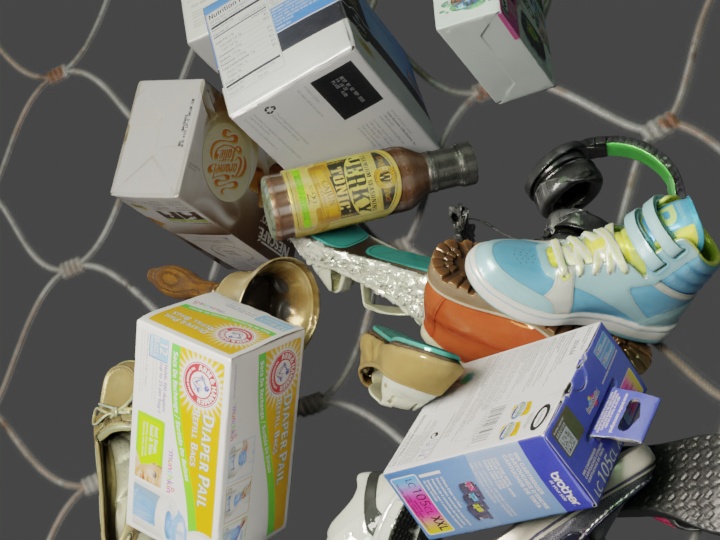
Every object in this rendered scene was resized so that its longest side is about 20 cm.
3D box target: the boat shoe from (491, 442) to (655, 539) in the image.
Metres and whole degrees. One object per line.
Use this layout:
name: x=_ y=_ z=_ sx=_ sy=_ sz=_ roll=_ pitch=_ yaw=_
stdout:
boat shoe: x=0.166 y=0.222 z=0.968 sx=0.200 sy=0.074 sz=0.093 roll=-41 pitch=77 yaw=23

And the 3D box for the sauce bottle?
sauce bottle: x=0.009 y=-0.079 z=1.144 sx=0.198 sy=0.065 sz=0.065 roll=-15 pitch=61 yaw=-8

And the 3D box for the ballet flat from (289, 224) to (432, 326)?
ballet flat: x=0.000 y=0.000 z=1.157 sx=0.199 sy=0.072 sz=0.072 roll=24 pitch=82 yaw=34

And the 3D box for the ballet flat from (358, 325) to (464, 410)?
ballet flat: x=0.039 y=0.088 z=1.049 sx=0.068 sy=0.200 sz=0.064 roll=19 pitch=88 yaw=-9

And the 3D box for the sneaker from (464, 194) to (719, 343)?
sneaker: x=0.189 y=-0.017 z=0.969 sx=0.131 sy=0.198 sz=0.080 roll=123 pitch=148 yaw=-43

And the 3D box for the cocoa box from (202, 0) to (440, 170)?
cocoa box: x=-0.033 y=-0.175 z=1.158 sx=0.132 sy=0.200 sz=0.132 roll=-26 pitch=59 yaw=15

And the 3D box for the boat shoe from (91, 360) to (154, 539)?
boat shoe: x=-0.225 y=0.177 z=1.199 sx=0.072 sy=0.063 sz=0.203 roll=-15 pitch=64 yaw=21

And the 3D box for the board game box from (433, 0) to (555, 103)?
board game box: x=0.117 y=-0.279 z=1.155 sx=0.064 sy=0.147 sz=0.202 roll=-15 pitch=65 yaw=22

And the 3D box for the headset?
headset: x=0.177 y=-0.054 z=1.066 sx=0.198 sy=0.094 sz=0.125 roll=-12 pitch=64 yaw=10

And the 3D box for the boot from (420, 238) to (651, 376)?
boot: x=0.144 y=0.056 z=1.058 sx=0.198 sy=0.108 sz=0.075 roll=24 pitch=44 yaw=10

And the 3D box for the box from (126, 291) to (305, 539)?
box: x=-0.127 y=0.136 z=1.088 sx=0.112 sy=0.101 sz=0.202 roll=18 pitch=112 yaw=31

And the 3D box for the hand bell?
hand bell: x=-0.143 y=0.023 z=1.221 sx=0.199 sy=0.104 sz=0.105 roll=13 pitch=76 yaw=44

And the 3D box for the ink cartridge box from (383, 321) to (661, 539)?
ink cartridge box: x=0.130 y=0.121 z=0.960 sx=0.199 sy=0.077 sz=0.137 roll=-25 pitch=20 yaw=43

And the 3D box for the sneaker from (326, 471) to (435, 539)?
sneaker: x=-0.004 y=0.263 z=1.058 sx=0.080 sy=0.074 sz=0.201 roll=18 pitch=75 yaw=46

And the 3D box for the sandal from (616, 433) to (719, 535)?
sandal: x=0.248 y=0.169 z=0.977 sx=0.199 sy=0.045 sz=0.076 roll=-4 pitch=64 yaw=42

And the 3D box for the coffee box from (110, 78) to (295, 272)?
coffee box: x=-0.135 y=-0.083 z=1.174 sx=0.079 sy=0.200 sz=0.116 roll=3 pitch=71 yaw=29

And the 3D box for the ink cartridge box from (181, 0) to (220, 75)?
ink cartridge box: x=-0.116 y=-0.329 z=1.331 sx=0.144 sy=0.083 sz=0.202 roll=-20 pitch=63 yaw=18
